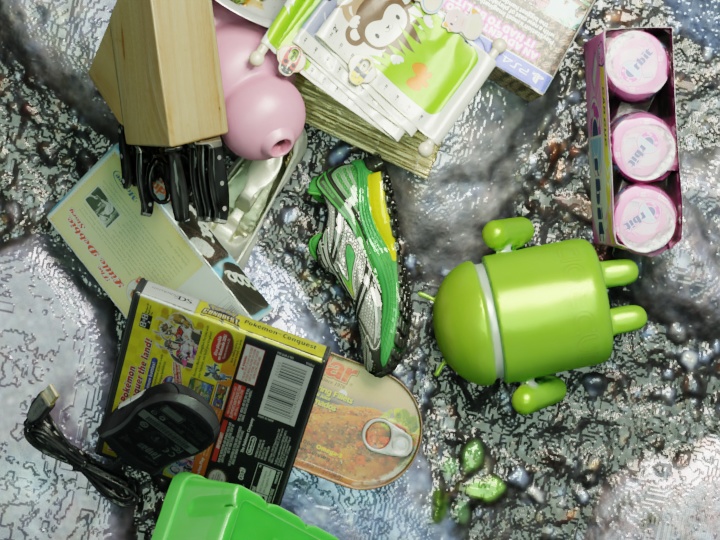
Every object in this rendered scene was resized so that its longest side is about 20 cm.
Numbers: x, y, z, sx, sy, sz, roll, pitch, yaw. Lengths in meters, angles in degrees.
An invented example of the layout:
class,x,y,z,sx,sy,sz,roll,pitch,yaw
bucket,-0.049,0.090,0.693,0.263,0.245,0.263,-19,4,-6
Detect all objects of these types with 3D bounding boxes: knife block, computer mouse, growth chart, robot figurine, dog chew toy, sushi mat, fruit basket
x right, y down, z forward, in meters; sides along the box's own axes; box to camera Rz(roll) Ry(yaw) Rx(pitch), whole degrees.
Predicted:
class,x,y,z,sx,sy,sz,roll,pitch,yaw
knife block,-0.150,-0.141,1.547,0.064,0.201,0.176,-18,62,-39
computer mouse,-0.213,0.129,1.640,0.140,0.200,0.046,35,47,-15
growth chart,0.019,-0.194,1.592,0.199,0.018,0.146,29,86,-15
robot figurine,0.155,0.038,1.672,0.198,0.116,0.178,-11,91,-1
dog chew toy,-0.114,-0.178,1.628,0.124,0.125,0.201,-33,58,0
sushi mat,-0.008,-0.170,1.713,0.198,0.012,0.096,25,92,-2
fruit basket,-0.115,0.291,1.667,0.213,0.216,0.157,19,63,-2

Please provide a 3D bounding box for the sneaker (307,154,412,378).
class,x,y,z,sx,sy,sz,roll,pitch,yaw
sneaker,0.000,0.000,1.693,0.084,0.078,0.202,-11,80,7

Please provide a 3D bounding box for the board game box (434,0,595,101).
class,x,y,z,sx,sy,sz,roll,pitch,yaw
board game box,0.140,-0.281,1.673,0.158,0.097,0.201,30,90,-2

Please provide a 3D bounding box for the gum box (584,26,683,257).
class,x,y,z,sx,sy,sz,roll,pitch,yaw
gum box,0.247,-0.114,1.672,0.065,0.114,0.203,-3,92,-2

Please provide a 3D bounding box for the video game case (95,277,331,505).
class,x,y,z,sx,sy,sz,roll,pitch,yaw
video game case,-0.135,0.118,1.654,0.179,0.026,0.201,20,126,1

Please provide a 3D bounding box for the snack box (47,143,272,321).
class,x,y,z,sx,sy,sz,roll,pitch,yaw
snack box,-0.183,-0.008,1.663,0.116,0.037,0.201,-39,90,35

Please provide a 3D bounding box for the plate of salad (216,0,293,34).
class,x,y,z,sx,sy,sz,roll,pitch,yaw
plate of salad,-0.091,-0.288,1.628,0.199,0.200,0.048,37,126,-2

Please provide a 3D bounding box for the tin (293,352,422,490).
class,x,y,z,sx,sy,sz,roll,pitch,yaw
tin,-0.038,0.129,1.708,0.198,0.042,0.113,22,95,-1

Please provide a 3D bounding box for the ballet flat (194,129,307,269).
class,x,y,z,sx,sy,sz,roll,pitch,yaw
ballet flat,-0.114,-0.056,1.687,0.069,0.069,0.201,31,91,-2
